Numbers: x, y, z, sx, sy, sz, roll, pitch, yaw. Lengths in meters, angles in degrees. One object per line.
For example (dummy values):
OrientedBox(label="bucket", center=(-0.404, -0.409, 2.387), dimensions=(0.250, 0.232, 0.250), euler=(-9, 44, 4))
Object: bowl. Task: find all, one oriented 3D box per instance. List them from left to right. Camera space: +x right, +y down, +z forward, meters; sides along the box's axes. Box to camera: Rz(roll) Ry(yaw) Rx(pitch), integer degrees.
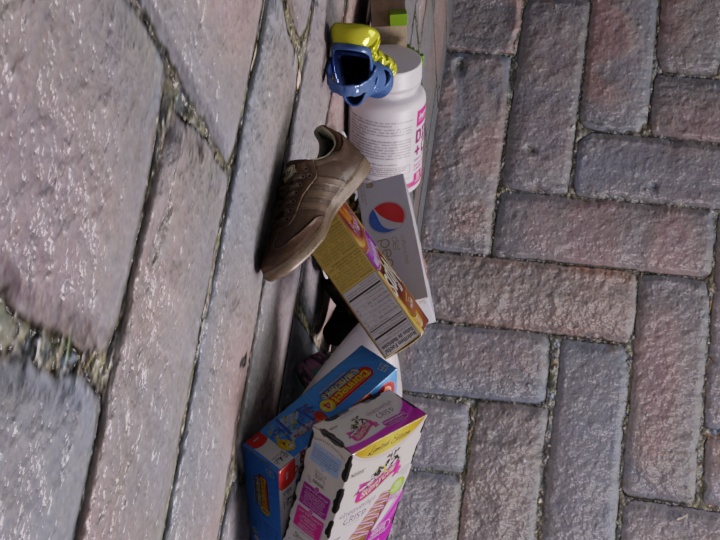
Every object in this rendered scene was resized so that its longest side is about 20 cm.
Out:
OrientedBox(label="bowl", center=(-0.013, 0.174, 1.478), dimensions=(0.200, 0.074, 0.200), euler=(-53, 164, -15))

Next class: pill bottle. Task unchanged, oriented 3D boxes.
OrientedBox(label="pill bottle", center=(0.037, -0.217, 1.676), dimensions=(0.114, 0.113, 0.201), euler=(-74, 169, -52))

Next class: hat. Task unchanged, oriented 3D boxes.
OrientedBox(label="hat", center=(-0.006, 0.016, 1.636), dimensions=(0.200, 0.081, 0.201), euler=(-39, -159, 18))

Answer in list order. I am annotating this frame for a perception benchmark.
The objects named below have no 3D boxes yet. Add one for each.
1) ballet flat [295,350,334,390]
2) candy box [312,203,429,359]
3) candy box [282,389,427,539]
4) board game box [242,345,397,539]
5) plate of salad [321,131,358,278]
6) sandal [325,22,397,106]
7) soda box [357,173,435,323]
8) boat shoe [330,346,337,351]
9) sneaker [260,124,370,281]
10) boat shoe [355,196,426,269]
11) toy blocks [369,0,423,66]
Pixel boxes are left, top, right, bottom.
OrientedBox(label="ballet flat", center=(-0.036, 0.134, 1.559), dimensions=(0.069, 0.071, 0.200), euler=(59, 5, 8))
OrientedBox(label="candy box", center=(0.000, 0.000, 1.340), dimensions=(0.200, 0.056, 0.117), euler=(56, 9, -1))
OrientedBox(label="candy box", center=(-0.011, 0.244, 1.261), dimensions=(0.136, 0.061, 0.201), euler=(-19, 131, -49))
OrientedBox(label="board game box", center=(-0.042, 0.218, 1.309), dimensions=(0.196, 0.056, 0.201), euler=(-38, 144, -34))
OrientedBox(label="plate of salad", center=(-0.025, -0.087, 1.562), dimensions=(0.200, 0.048, 0.201), euler=(8, 90, -83))
OrientedBox(label="sandal", center=(-0.004, -0.253, 1.491), dimensions=(0.200, 0.079, 0.088), euler=(25, 75, -74))
OrientedBox(label="soda box", center=(0.044, -0.025, 1.486), dimensions=(0.064, 0.068, 0.201), euler=(69, 9, -55))
OrientedBox(label="boat shoe", center=(-0.008, 0.134, 1.722), dimensions=(0.200, 0.061, 0.073), euler=(-103, -160, -60))
OrientedBox(label="sneaker", center=(-0.065, -0.073, 1.223), dimensions=(0.070, 0.076, 0.200), euler=(-26, -157, 47))
OrientedBox(label="boat shoe", center=(0.036, -0.056, 1.589), dimensions=(0.200, 0.071, 0.065), euler=(49, -52, 50))
OrientedBox(label="toy blocks", center=(0.041, -0.372, 1.718), dimensions=(0.200, 0.099, 0.137), euler=(84, 3, -64))
